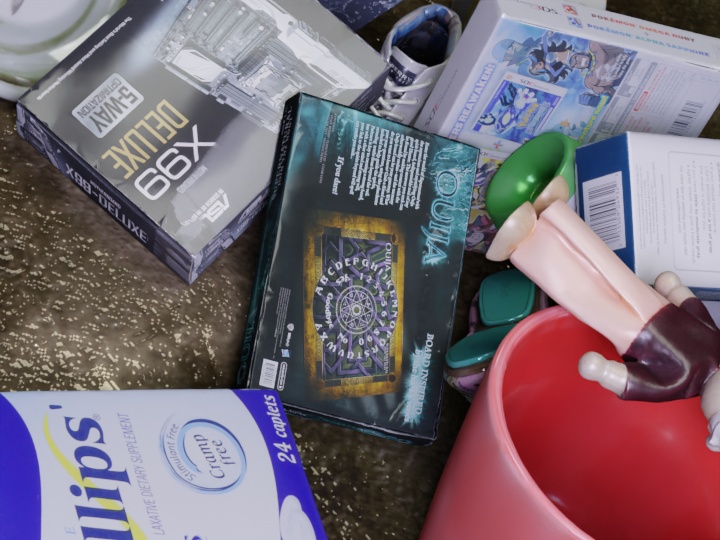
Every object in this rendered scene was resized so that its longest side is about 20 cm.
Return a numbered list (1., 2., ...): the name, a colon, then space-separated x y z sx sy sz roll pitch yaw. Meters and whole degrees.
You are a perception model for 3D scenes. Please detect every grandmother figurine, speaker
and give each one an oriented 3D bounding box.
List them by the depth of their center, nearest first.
1. grandmother figurine: 0.165 0.034 1.271 0.200 0.061 0.121 40 52 11
2. speaker: 0.174 -0.003 1.504 0.200 0.088 0.089 43 37 -26

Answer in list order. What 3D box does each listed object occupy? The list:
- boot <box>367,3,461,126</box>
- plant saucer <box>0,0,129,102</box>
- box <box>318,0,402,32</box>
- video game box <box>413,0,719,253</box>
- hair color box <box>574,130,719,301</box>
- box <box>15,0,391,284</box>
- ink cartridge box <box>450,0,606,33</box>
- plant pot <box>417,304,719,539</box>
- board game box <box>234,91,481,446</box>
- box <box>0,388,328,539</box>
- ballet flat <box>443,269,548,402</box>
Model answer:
1. boot: 0.008 -0.115 1.545 0.073 0.096 0.200 32 43 0
2. plant saucer: -0.216 -0.212 1.477 0.199 0.202 0.050 -9 15 -36
3. box: -0.027 -0.285 1.557 0.196 0.199 0.118 40 36 -30
4. video game box: 0.131 -0.091 1.520 0.181 0.201 0.047 10 41 -24
5. hair color box: 0.237 -0.031 1.453 0.199 0.060 0.101 3 81 -31
6. box: -0.103 -0.113 1.461 0.158 0.050 0.200 41 67 9
7. ink cartridge box: 0.117 -0.175 1.627 0.083 0.145 0.201 23 43 -9
8. plant pot: 0.129 0.150 1.316 0.199 0.178 0.201 17 44 -17
9. board game box: 0.000 0.000 1.417 0.135 0.028 0.201 16 74 -21
10. box: -0.123 0.168 1.205 0.199 0.105 0.185 0 51 -30
11. ballet flat: 0.096 0.058 1.424 0.069 0.072 0.200 -12 14 11
